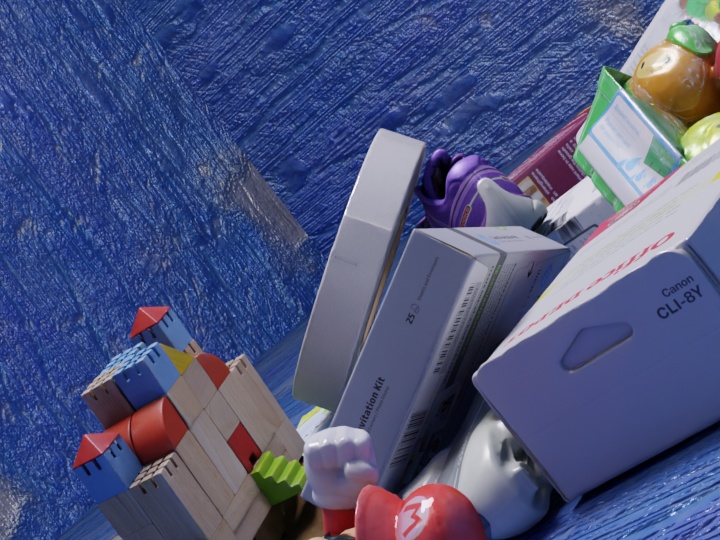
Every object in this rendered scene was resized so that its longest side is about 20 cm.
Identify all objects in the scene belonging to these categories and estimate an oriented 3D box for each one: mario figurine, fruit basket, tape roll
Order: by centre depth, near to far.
[{"bbox_3d":[-0.026,0.150,0.755,0.200,0.124,0.106,-42,-12,37],"label":"mario figurine"},{"bbox_3d":[0.215,-0.108,1.006,0.093,0.186,0.201,9,-56,-34],"label":"fruit basket"},{"bbox_3d":[0.000,0.000,1.199,0.203,0.037,0.204,19,-90,-88],"label":"tape roll"}]

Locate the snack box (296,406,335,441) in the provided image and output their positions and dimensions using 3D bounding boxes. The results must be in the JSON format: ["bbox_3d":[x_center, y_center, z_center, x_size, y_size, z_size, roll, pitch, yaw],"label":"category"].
[{"bbox_3d":[0.028,0.104,1.263,0.168,0.068,0.200,-38,5,8],"label":"snack box"}]

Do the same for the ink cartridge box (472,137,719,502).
[{"bbox_3d":[0.162,0.011,0.861,0.145,0.084,0.200,-37,3,37],"label":"ink cartridge box"}]

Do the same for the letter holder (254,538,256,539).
[{"bbox_3d":[-0.130,0.171,1.435,0.100,0.142,0.200,-38,3,4],"label":"letter holder"}]

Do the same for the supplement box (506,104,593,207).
[{"bbox_3d":[0.166,-0.043,1.388,0.200,0.111,0.086,-40,3,-24],"label":"supplement box"}]

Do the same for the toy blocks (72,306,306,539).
[{"bbox_3d":[-0.111,0.101,1.047,0.100,0.137,0.200,-28,14,26],"label":"toy blocks"}]

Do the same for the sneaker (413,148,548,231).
[{"bbox_3d":[0.073,-0.047,1.203,0.081,0.084,0.200,-40,2,-12],"label":"sneaker"}]

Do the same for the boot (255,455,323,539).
[{"bbox_3d":[-0.034,0.167,1.098,0.076,0.074,0.200,-48,10,-27],"label":"boot"}]

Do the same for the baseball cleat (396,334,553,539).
[{"bbox_3d":[0.064,0.096,0.919,0.106,0.070,0.200,-37,2,20],"label":"baseball cleat"}]

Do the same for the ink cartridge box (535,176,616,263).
[{"bbox_3d":[0.173,-0.021,1.194,0.200,0.086,0.146,-40,2,20],"label":"ink cartridge box"}]

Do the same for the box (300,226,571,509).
[{"bbox_3d":[0.048,0.053,0.962,0.157,0.041,0.200,-67,-20,11],"label":"box"}]
